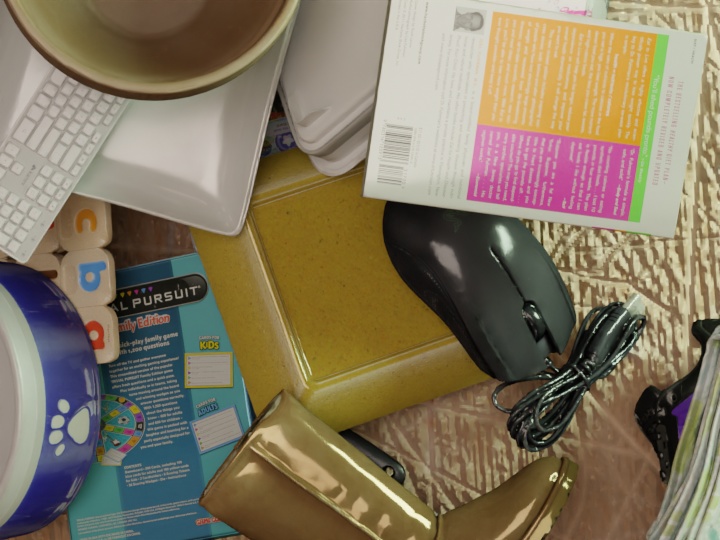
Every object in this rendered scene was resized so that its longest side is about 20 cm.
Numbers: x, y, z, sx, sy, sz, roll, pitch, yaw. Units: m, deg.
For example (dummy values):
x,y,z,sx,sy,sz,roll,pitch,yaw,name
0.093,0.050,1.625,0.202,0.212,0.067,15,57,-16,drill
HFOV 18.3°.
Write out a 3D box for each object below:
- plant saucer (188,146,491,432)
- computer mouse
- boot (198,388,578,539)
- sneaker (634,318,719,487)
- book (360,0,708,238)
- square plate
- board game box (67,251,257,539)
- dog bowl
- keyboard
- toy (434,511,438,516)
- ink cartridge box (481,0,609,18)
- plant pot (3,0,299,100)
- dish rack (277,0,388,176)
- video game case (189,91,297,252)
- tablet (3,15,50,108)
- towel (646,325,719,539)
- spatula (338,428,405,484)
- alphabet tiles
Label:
x,y,z,sx,sy,sz,roll,pitch,yaw,name
0.000,0.000,1.541,0.200,0.048,0.200,-19,84,-12,plant saucer
0.100,0.010,1.509,0.200,0.053,0.139,47,66,-6,computer mouse
0.020,0.146,1.490,0.200,0.066,0.175,37,94,-3,boot
0.231,0.125,1.526,0.099,0.070,0.200,18,88,18,sneaker
0.108,-0.098,1.411,0.200,0.048,0.134,8,93,-4,book
-0.153,-0.141,1.502,0.200,0.028,0.198,14,90,-5,square plate
-0.141,0.095,1.581,0.151,0.047,0.200,-11,82,17,board game box
-0.276,0.092,1.560,0.200,0.079,0.200,0,90,39,dog bowl
-0.192,-0.103,1.479,0.056,0.011,0.200,32,87,-5,keyboard
0.066,0.246,1.554,0.200,0.047,0.115,36,95,3,toy
0.119,-0.162,1.512,0.084,0.145,0.200,11,89,9,ink cartridge box
-0.135,-0.202,1.436,0.201,0.093,0.201,1,81,-7,plant pot
-0.010,-0.183,1.506,0.172,0.044,0.200,-39,55,34,dish rack
-0.071,-0.124,1.608,0.143,0.018,0.200,-13,85,8,video game case
-0.173,-0.142,1.536,0.200,0.014,0.130,-19,104,-13,tablet
0.279,0.136,1.460,0.048,0.200,0.171,17,89,50,towel
-0.050,0.096,1.587,0.200,0.021,0.057,34,93,19,spatula
-0.243,0.011,1.592,0.196,0.015,0.200,-7,85,39,alphabet tiles
